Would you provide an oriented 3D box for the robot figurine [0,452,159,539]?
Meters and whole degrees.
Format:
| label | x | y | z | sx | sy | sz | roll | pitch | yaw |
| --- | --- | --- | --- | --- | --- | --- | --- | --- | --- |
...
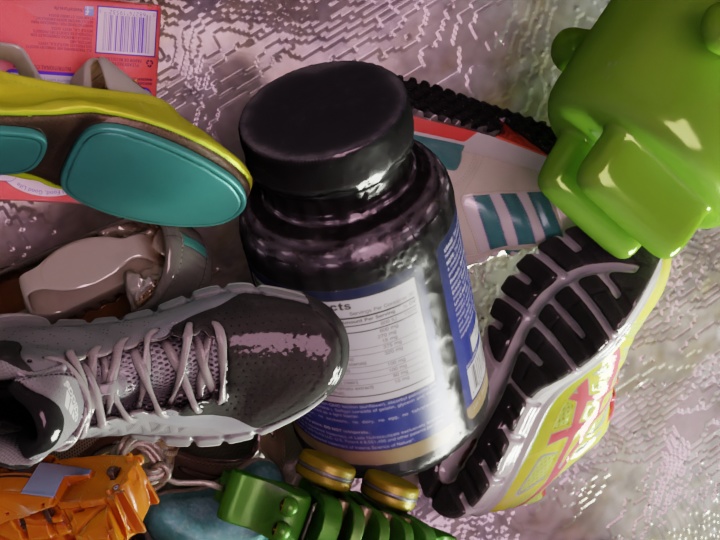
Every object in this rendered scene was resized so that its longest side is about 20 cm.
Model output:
| label | x | y | z | sx | sy | sz | roll | pitch | yaw |
| --- | --- | --- | --- | --- | --- | --- | --- | --- | --- |
| robot figurine | -0.177 | 0.147 | 0.914 | 0.198 | 0.058 | 0.146 | -10 | 124 | 25 |

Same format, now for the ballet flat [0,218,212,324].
| label | x | y | z | sx | sy | sz | roll | pitch | yaw |
| --- | --- | --- | --- | --- | --- | --- | --- | --- | --- |
| ballet flat | -0.171 | 0.020 | 0.922 | 0.198 | 0.064 | 0.068 | -22 | 69 | 8 |

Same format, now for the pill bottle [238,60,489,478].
| label | x | y | z | sx | sy | sz | roll | pitch | yaw |
| --- | --- | --- | --- | --- | --- | --- | --- | --- | --- |
| pill bottle | 0.000 | 0.000 | 0.952 | 0.111 | 0.112 | 0.202 | -24 | 128 | -15 |

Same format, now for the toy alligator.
| label | x | y | z | sx | sy | sz | roll | pitch | yaw |
| --- | --- | --- | --- | --- | --- | --- | --- | --- | --- |
| toy alligator | -0.027 | 0.122 | 0.917 | 0.198 | 0.054 | 0.060 | 20 | 92 | -28 |

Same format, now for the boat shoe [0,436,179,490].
| label | x | y | z | sx | sy | sz | roll | pitch | yaw |
| --- | --- | --- | --- | --- | --- | --- | --- | --- | --- |
| boat shoe | -0.124 | 0.079 | 0.946 | 0.198 | 0.076 | 0.074 | -23 | 102 | 19 |

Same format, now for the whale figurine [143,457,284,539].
| label | x | y | z | sx | sy | sz | roll | pitch | yaw |
| --- | --- | --- | --- | --- | --- | --- | --- | --- | --- |
| whale figurine | -0.058 | 0.200 | 0.977 | 0.158 | 0.104 | 0.202 | -16 | 121 | -18 |

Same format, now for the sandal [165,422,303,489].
| label | x | y | z | sx | sy | sz | roll | pitch | yaw |
| --- | --- | --- | --- | --- | --- | --- | --- | --- | --- |
| sandal | -0.083 | 0.085 | 0.997 | 0.080 | 0.057 | 0.201 | -43 | 108 | -9 |

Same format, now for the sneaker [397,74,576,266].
| label | x | y | z | sx | sy | sz | roll | pitch | yaw |
| --- | --- | --- | --- | --- | --- | --- | --- | --- | --- |
| sneaker | 0.076 | -0.037 | 1.041 | 0.198 | 0.070 | 0.094 | 17 | 111 | -24 |

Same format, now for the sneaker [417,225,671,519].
| label | x | y | z | sx | sy | sz | roll | pitch | yaw |
| --- | --- | --- | --- | --- | --- | --- | --- | --- | --- |
| sneaker | 0.114 | 0.055 | 1.041 | 0.090 | 0.078 | 0.201 | 14 | 120 | -44 |

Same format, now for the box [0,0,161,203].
| label | x | y | z | sx | sy | sz | roll | pitch | yaw |
| --- | --- | --- | --- | --- | --- | --- | --- | --- | --- |
| box | -0.204 | -0.088 | 0.911 | 0.198 | 0.095 | 0.104 | 1 | 97 | -19 |

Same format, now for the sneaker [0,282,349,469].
| label | x | y | z | sx | sy | sz | roll | pitch | yaw |
| --- | --- | --- | --- | --- | --- | --- | --- | --- | --- |
| sneaker | -0.106 | 0.057 | 0.833 | 0.197 | 0.116 | 0.076 | -7 | 99 | 6 |

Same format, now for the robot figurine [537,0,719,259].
| label | x | y | z | sx | sy | sz | roll | pitch | yaw |
| --- | --- | --- | --- | --- | --- | --- | --- | --- | --- |
| robot figurine | 0.175 | -0.105 | 0.964 | 0.115 | 0.175 | 0.201 | 38 | 77 | -17 |

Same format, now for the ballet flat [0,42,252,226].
| label | x | y | z | sx | sy | sz | roll | pitch | yaw |
| --- | --- | --- | --- | --- | --- | --- | --- | --- | --- |
| ballet flat | -0.141 | -0.070 | 0.850 | 0.198 | 0.067 | 0.068 | 8 | 54 | -30 |
